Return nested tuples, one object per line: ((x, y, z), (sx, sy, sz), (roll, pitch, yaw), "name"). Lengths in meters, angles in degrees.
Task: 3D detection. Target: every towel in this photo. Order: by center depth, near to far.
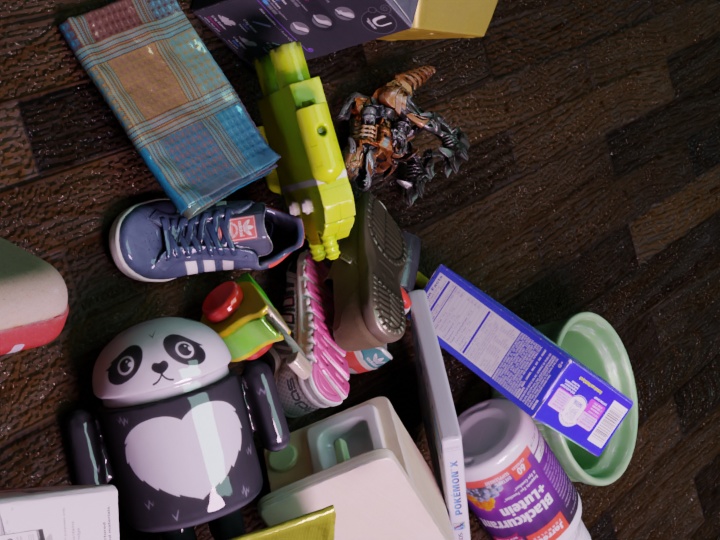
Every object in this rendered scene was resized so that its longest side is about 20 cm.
((-0.114, 0.242, 1.223), (0.198, 0.086, 0.018), (-17, 64, -12), "towel")
((-0.165, -0.154, 1.334), (0.201, 0.022, 0.146), (57, 39, -3), "towel")

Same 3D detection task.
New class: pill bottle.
((0.177, 0.248, 1.661), (0.201, 0.110, 0.112), (56, 44, -28), "pill bottle")

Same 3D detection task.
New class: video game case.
((0.078, 0.153, 1.496), (0.201, 0.022, 0.184), (-102, -177, -47), "video game case")

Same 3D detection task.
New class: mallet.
((0.085, 0.014, 1.658), (0.199, 0.041, 0.067), (25, 66, -52), "mallet")

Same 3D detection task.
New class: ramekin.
((0.238, 0.154, 1.772), (0.199, 0.097, 0.203), (16, 69, -50), "ramekin")

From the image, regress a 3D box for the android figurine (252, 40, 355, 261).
((-0.054, -0.108, 1.399), (0.041, 0.182, 0.203), (-16, 96, -18), "android figurine")

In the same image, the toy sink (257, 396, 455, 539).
((-0.007, 0.201, 1.363), (0.201, 0.129, 0.113), (58, 11, -45), "toy sink")

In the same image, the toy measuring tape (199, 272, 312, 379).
((-0.098, 0.061, 1.318), (0.073, 0.200, 0.075), (-7, 114, -17), "toy measuring tape")

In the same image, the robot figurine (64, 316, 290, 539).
((-0.150, 0.140, 1.247), (0.150, 0.124, 0.203), (-21, 100, -52), "robot figurine")

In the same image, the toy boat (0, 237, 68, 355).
((-0.312, 0.054, 1.083), (0.199, 0.130, 0.132), (-14, 122, -53), "toy boat")

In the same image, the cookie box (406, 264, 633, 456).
((0.169, 0.096, 1.598), (0.076, 0.200, 0.171), (-54, 142, 3), "cookie box")

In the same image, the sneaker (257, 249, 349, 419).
((-0.062, 0.063, 1.428), (0.074, 0.087, 0.201), (43, 28, -35), "sneaker")

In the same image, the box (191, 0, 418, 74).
((-0.043, -0.281, 1.418), (0.106, 0.198, 0.124), (40, 53, -39), "box")

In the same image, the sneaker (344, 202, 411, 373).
((0.018, 0.014, 1.520), (0.070, 0.093, 0.202), (39, 53, -40), "sneaker")

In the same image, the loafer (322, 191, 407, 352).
((0.000, 0.000, 1.431), (0.076, 0.067, 0.201), (50, 24, -29), "loafer")

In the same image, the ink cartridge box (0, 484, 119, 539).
((-0.286, 0.199, 1.040), (0.199, 0.145, 0.084), (2, 83, -51), "ink cartridge box")

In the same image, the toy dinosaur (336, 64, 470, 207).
((0.044, -0.153, 1.597), (0.135, 0.102, 0.201), (40, 69, -14), "toy dinosaur")

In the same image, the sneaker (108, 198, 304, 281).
((-0.131, -0.033, 1.341), (0.199, 0.084, 0.076), (-8, 90, -49), "sneaker")

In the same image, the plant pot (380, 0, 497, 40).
((0.045, -0.333, 1.564), (0.199, 0.198, 0.179), (-6, 98, -52), "plant pot")
